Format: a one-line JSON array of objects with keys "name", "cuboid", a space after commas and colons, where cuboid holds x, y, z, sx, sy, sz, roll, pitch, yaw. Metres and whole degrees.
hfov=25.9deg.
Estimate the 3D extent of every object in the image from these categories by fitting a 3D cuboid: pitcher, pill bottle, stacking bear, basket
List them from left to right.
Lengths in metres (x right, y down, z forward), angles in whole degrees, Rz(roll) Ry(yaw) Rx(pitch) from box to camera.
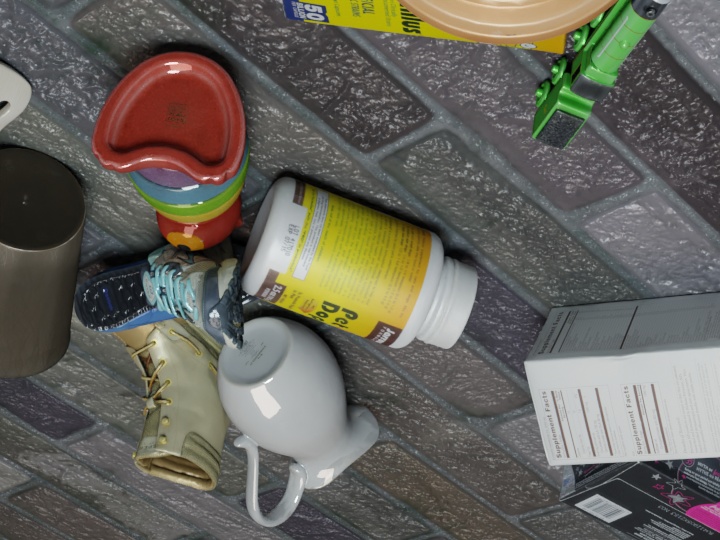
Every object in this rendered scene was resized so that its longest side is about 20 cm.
[{"name": "basket", "cuboid": [-0.334, -0.010, 1.468, 0.178, 0.137, 0.200, 21, 141, -13]}, {"name": "stacking bear", "cuboid": [-0.144, -0.085, 1.323, 0.120, 0.115, 0.201, 8, 156, 5]}, {"name": "pitcher", "cuboid": [-0.080, 0.155, 1.582, 0.120, 0.172, 0.201, 23, 157, 37]}, {"name": "pill bottle", "cuboid": [0.000, 0.000, 1.391, 0.198, 0.110, 0.109, 20, 144, -11]}]

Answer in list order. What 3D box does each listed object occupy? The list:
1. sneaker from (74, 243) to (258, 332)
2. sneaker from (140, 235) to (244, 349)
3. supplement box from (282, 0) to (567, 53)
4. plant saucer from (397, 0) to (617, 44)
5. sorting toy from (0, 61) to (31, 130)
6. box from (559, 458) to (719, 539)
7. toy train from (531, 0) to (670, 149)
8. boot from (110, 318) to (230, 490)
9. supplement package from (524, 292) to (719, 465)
[{"name": "sneaker", "cuboid": [-0.176, 0.013, 1.511, 0.197, 0.067, 0.078, -12, -179, 6]}, {"name": "sneaker", "cuboid": [-0.148, 0.021, 1.370, 0.085, 0.200, 0.079, -3, 103, -10]}, {"name": "supplement box", "cuboid": [0.047, -0.224, 1.040, 0.197, 0.111, 0.109, 8, 167, 7]}, {"name": "plant saucer", "cuboid": [0.091, -0.241, 0.961, 0.198, 0.203, 0.032, 8, 175, 7]}, {"name": "sorting toy", "cuboid": [-0.385, -0.148, 1.343, 0.178, 0.108, 0.200, 10, 150, -32]}, {"name": "box", "cuboid": [0.317, 0.201, 1.567, 0.199, 0.116, 0.132, 28, 143, -19]}, {"name": "toy train", "cuboid": [0.179, -0.161, 1.159, 0.041, 0.057, 0.200, 19, 145, -10]}, {"name": "boot", "cuboid": [-0.206, 0.117, 1.575, 0.199, 0.157, 0.072, 36, 141, -26]}, {"name": "supplement package", "cuboid": [0.263, 0.097, 1.413, 0.198, 0.114, 0.111, -6, 113, 25]}]
